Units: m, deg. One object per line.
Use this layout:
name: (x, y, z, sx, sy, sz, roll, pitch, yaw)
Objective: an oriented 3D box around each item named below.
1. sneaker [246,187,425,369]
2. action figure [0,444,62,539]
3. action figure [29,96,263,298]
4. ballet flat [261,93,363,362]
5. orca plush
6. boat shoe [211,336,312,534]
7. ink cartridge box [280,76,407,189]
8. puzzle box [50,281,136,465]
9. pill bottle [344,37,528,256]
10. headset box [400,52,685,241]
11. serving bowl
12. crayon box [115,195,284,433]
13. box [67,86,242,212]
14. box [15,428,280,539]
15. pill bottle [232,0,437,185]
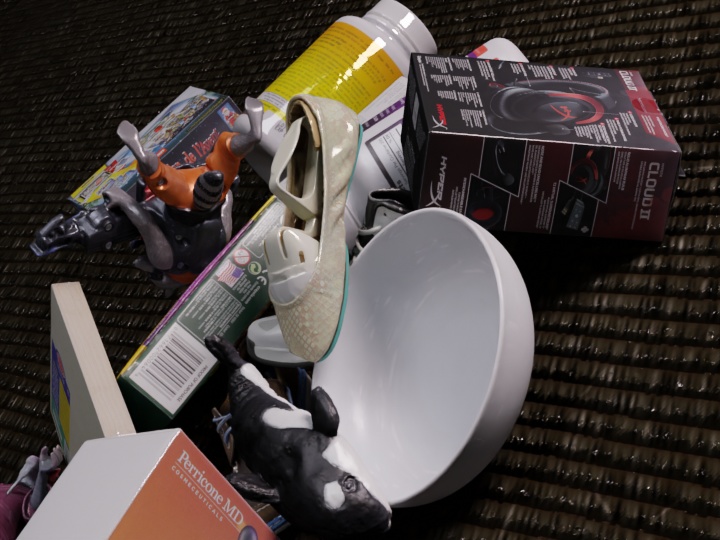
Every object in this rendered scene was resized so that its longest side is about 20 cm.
sneaker: (0.000, 0.000, 1.215, 0.199, 0.116, 0.076, -12, 14, 15)
action figure: (-0.308, 0.222, 1.371, 0.133, 0.150, 0.200, 3, 24, 31)
action figure: (-0.163, -0.044, 1.356, 0.199, 0.194, 0.105, -25, 61, -25)
ballet flat: (-0.043, -0.033, 1.172, 0.067, 0.062, 0.202, -22, 54, 46)
orca plush: (-0.062, 0.118, 1.097, 0.071, 0.106, 0.200, -16, 53, -29)
boat shoe: (-0.076, 0.119, 1.224, 0.072, 0.073, 0.200, -34, 25, 12)
ink cartridge box: (0.040, -0.075, 1.451, 0.162, 0.050, 0.200, -42, 43, -8)
puzzle box: (-0.214, 0.118, 1.304, 0.025, 0.134, 0.200, -7, 37, -20)
pill bottle: (0.062, -0.091, 1.327, 0.199, 0.113, 0.113, -33, 25, 4)
headset box: (0.135, -0.090, 1.193, 0.198, 0.076, 0.149, 3, 29, -6)
serving bowl: (0.051, 0.063, 1.105, 0.200, 0.065, 0.202, -28, 54, 47)
crayon box: (-0.130, 0.051, 1.357, 0.200, 0.058, 0.173, -51, 2, -25)
box: (-0.233, -0.125, 1.882, 0.200, 0.038, 0.136, -44, 25, -11)
box: (-0.151, 0.227, 1.053, 0.106, 0.153, 0.201, -12, 36, 45)
pill bottle: (-0.020, -0.165, 1.579, 0.200, 0.109, 0.109, -46, 26, -14)
